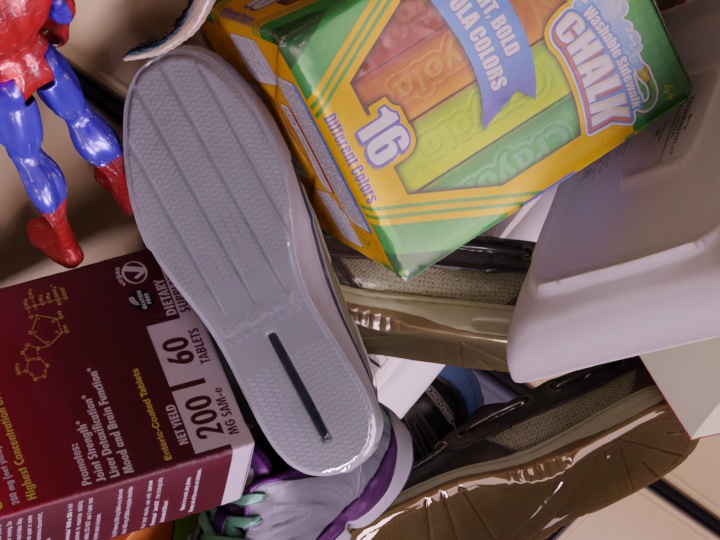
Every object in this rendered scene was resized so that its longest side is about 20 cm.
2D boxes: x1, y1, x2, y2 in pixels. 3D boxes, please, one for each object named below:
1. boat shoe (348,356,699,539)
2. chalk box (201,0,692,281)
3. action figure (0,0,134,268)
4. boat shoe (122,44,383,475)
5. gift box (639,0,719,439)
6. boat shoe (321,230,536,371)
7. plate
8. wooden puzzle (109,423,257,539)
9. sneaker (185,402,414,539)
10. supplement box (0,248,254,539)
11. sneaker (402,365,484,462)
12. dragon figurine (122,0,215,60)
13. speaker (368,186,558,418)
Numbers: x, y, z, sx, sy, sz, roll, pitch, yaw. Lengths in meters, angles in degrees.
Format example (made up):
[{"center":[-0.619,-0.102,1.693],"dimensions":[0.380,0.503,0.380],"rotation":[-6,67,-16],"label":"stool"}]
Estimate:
[{"center":[0.076,0.102,1.421],"dimensions":[0.200,0.065,0.073],"rotation":[-20,131,-9],"label":"boat shoe"},{"center":[0.054,-0.108,1.194],"dimensions":[0.200,0.124,0.125],"rotation":[-34,112,-10],"label":"chalk box"},{"center":[-0.140,-0.079,1.143],"dimensions":[0.065,0.052,0.200],"rotation":[-37,150,-14],"label":"action figure"},{"center":[-0.048,-0.004,1.203],"dimensions":[0.072,0.062,0.200],"rotation":[-21,99,7],"label":"boat shoe"},{"center":[0.216,-0.050,1.394],"dimensions":[0.184,0.200,0.187],"rotation":[-14,151,-37],"label":"gift box"},{"center":[0.001,0.000,1.285],"dimensions":[0.072,0.201,0.066],"rotation":[91,11,-69],"label":"boat shoe"},{"center":[0.144,-0.055,1.188],"dimensions":[0.032,0.200,0.200],"rotation":[33,64,-23],"label":"plate"},{"center":[-0.100,0.153,1.336],"dimensions":[0.200,0.037,0.185],"rotation":[-47,149,12],"label":"wooden puzzle"},{"center":[-0.063,0.123,1.264],"dimensions":[0.200,0.074,0.088],"rotation":[-51,140,-16],"label":"sneaker"},{"center":[-0.159,0.069,1.193],"dimensions":[0.200,0.109,0.061],"rotation":[-16,154,-17],"label":"supplement box"},{"center":[0.006,0.129,1.477],"dimensions":[0.083,0.071,0.200],"rotation":[-10,127,-34],"label":"sneaker"},{"center":[-0.064,-0.175,1.107],"dimensions":[0.059,0.099,0.200],"rotation":[-20,158,-29],"label":"dragon figurine"},{"center":[0.046,-0.020,1.347],"dimensions":[0.200,0.081,0.081],"rotation":[-51,143,12],"label":"speaker"}]
